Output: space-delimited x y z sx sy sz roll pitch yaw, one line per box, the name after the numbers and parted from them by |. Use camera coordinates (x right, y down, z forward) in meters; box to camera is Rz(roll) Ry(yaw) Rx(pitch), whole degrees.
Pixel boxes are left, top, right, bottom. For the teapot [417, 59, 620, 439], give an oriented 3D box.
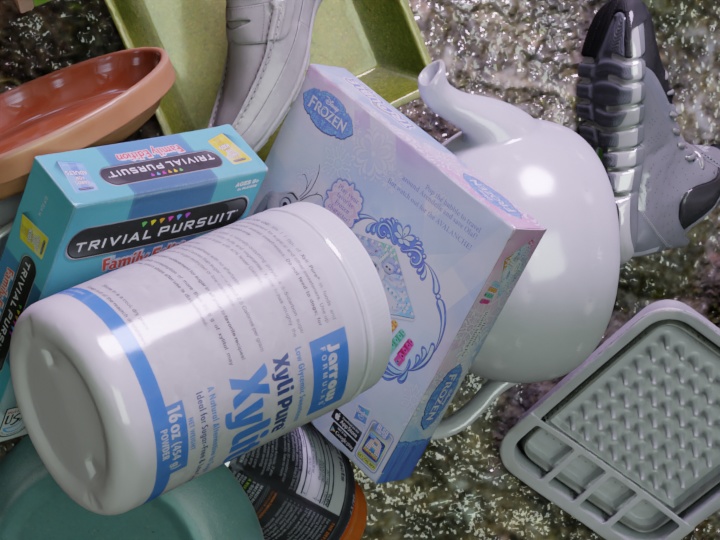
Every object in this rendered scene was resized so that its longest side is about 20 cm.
0.079 -0.010 1.189 0.144 0.198 0.202 -1 65 -22 | teapot

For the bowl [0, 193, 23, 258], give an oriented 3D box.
-0.229 0.006 1.124 0.200 0.090 0.202 -32 148 -23 | bowl

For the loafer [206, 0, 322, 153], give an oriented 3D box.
-0.065 -0.171 1.134 0.069 0.070 0.202 24 80 -33 | loafer

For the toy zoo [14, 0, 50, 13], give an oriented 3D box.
-0.160 -0.263 1.133 0.198 0.021 0.132 -24 70 -12 | toy zoo

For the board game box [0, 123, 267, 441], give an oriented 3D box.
-0.158 0.010 1.068 0.150 0.047 0.201 -15 143 -44 | board game box

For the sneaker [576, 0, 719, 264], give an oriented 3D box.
0.227 -0.108 1.292 0.114 0.075 0.202 -6 108 -22 | sneaker

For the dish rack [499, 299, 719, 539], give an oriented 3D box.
0.221 0.114 1.285 0.171 0.044 0.200 35 122 -17 | dish rack

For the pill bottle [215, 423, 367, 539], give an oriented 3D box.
-0.072 0.144 1.172 0.107 0.106 0.200 -56 141 -4 | pill bottle

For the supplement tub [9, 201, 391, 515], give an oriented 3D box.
-0.094 0.049 1.014 0.199 0.131 0.133 -23 104 -33 | supplement tub

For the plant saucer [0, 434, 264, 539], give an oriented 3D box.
-0.157 0.189 1.068 0.198 0.036 0.203 2 100 12 | plant saucer

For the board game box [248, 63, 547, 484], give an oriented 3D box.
0.000 0.000 1.137 0.043 0.200 0.200 -3 127 -51 | board game box

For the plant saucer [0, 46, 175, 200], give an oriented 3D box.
-0.208 -0.086 1.082 0.199 0.200 0.033 -26 109 -13 | plant saucer

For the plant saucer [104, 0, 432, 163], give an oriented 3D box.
-0.072 -0.180 1.194 0.198 0.048 0.202 -26 104 -13 | plant saucer
